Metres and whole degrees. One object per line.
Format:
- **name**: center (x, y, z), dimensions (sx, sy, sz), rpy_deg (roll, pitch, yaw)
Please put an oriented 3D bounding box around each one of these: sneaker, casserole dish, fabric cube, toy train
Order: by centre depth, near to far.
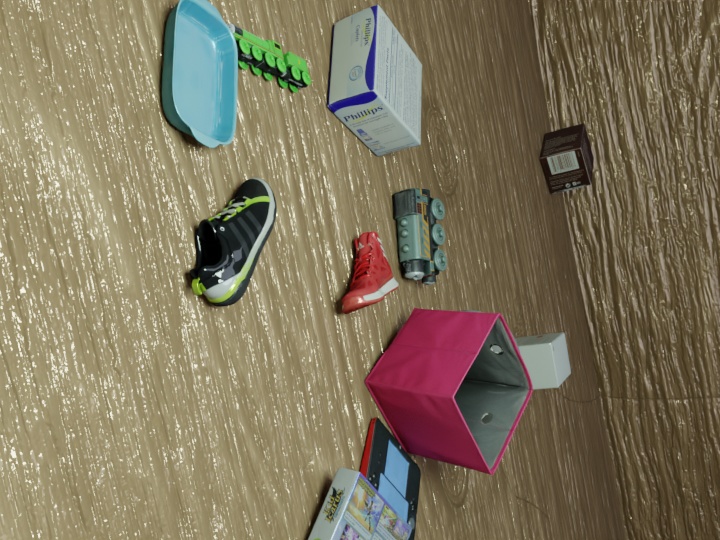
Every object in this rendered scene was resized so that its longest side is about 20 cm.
- **sneaker**: center (-0.168, -0.052, 0.887), dimensions (0.083, 0.070, 0.205), rpy_deg (46, 44, -43)
- **casserole dish**: center (-0.213, -0.257, 0.899), dimensions (0.120, 0.038, 0.206), rpy_deg (22, 62, -57)
- **toy train**: center (-0.142, -0.327, 1.049), dimensions (0.198, 0.041, 0.058), rpy_deg (5, 67, -60)
- **sneaker**: center (0.000, 0.000, 1.191), dimensions (0.119, 0.077, 0.200), rpy_deg (70, 18, -2)
- **fabric cube**: center (0.164, 0.208, 1.231), dimensions (0.201, 0.196, 0.199), rpy_deg (-51, 124, -33)
- **toy train**: center (0.120, -0.074, 1.411), dimensions (0.112, 0.084, 0.207), rpy_deg (9, 76, -47)

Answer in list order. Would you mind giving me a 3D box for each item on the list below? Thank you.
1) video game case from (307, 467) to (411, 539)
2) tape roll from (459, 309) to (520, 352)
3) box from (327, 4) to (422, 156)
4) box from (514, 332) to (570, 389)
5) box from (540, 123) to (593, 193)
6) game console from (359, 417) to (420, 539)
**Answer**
- **video game case**: center (-0.008, 0.430, 1.028), dimensions (0.201, 0.044, 0.184), rpy_deg (55, 50, -38)
- **tape roll**: center (0.226, 0.187, 1.395), dimensions (0.066, 0.196, 0.205), rpy_deg (-40, 116, -56)
- **box**: center (0.033, -0.355, 1.303), dimensions (0.199, 0.102, 0.189), rpy_deg (34, 53, -53)
- **box**: center (0.408, 0.231, 1.711), dimensions (0.151, 0.195, 0.110), rpy_deg (-10, 90, -60)
- **box**: center (0.807, -0.436, 2.659), dimensions (0.167, 0.162, 0.202), rpy_deg (61, 35, -28)
- **game console**: center (0.054, 0.385, 1.200), dimensions (0.201, 0.030, 0.180), rpy_deg (56, 38, -38)
